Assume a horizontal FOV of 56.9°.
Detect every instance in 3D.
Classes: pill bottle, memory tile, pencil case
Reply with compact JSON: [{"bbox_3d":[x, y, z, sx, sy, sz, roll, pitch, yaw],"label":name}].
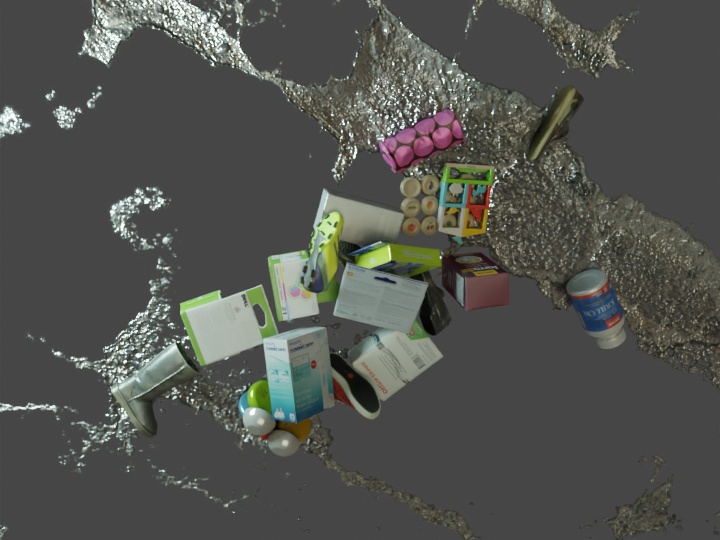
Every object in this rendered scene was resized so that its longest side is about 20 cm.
[{"bbox_3d":[0.639,0.107,1.782,0.112,0.112,0.200,-32,109,-1],"label":"pill bottle"},{"bbox_3d":[0.195,-0.163,1.655,0.199,0.017,0.154,-5,107,-15],"label":"memory tile"},{"bbox_3d":[0.148,-0.304,1.578,0.199,0.091,0.094,-25,116,0],"label":"pencil case"}]

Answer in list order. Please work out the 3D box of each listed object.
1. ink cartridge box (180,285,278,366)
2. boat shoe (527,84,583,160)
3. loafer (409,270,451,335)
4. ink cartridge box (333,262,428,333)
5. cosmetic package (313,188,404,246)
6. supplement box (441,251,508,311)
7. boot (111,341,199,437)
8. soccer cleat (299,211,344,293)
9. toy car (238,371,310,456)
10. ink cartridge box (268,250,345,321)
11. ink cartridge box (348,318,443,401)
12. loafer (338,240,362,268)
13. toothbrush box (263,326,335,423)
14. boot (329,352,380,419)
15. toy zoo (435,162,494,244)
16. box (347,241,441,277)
[{"bbox_3d":[-0.316,0.123,1.612,0.199,0.076,0.148,-19,109,-9],"label":"ink cartridge box"},{"bbox_3d":[0.484,-0.354,1.635,0.065,0.073,0.201,27,99,-12],"label":"boat shoe"},{"bbox_3d":[0.181,0.065,1.711,0.072,0.073,0.201,-27,115,-25],"label":"loafer"},{"bbox_3d":[0.048,0.058,1.574,0.195,0.043,0.200,15,136,-1],"label":"ink cartridge box"},{"bbox_3d":[-0.005,-0.120,1.603,0.199,0.090,0.107,16,103,-12],"label":"cosmetic package"},{"bbox_3d":[0.279,0.023,1.638,0.110,0.200,0.086,-6,107,-9],"label":"supplement box"},{"bbox_3d":[-0.489,0.297,1.648,0.199,0.073,0.182,-32,112,-8],"label":"boot"},{"bbox_3d":[-0.078,-0.041,1.552,0.083,0.065,0.201,8,108,-44],"label":"soccer cleat"},{"bbox_3d":[-0.225,0.365,1.682,0.150,0.175,0.200,-24,119,38],"label":"toy car"},{"bbox_3d":[-0.116,0.028,1.629,0.199,0.076,0.149,-10,108,-7],"label":"ink cartridge box"},{"bbox_3d":[0.088,0.217,1.721,0.200,0.083,0.147,-36,109,1],"label":"ink cartridge box"},{"bbox_3d":[0.000,0.000,1.636,0.200,0.075,0.070,36,126,-24],"label":"loafer"},{"bbox_3d":[-0.146,0.247,1.604,0.146,0.085,0.201,-12,97,-51],"label":"toothbrush box"},{"bbox_3d":[-0.038,0.322,1.677,0.072,0.200,0.145,-20,146,-42],"label":"boot"},{"bbox_3d":[0.259,-0.165,1.654,0.131,0.020,0.201,0,106,-17],"label":"toy zoo"},{"bbox_3d":[0.083,-0.024,1.578,0.199,0.122,0.048,5,72,-42],"label":"box"}]
